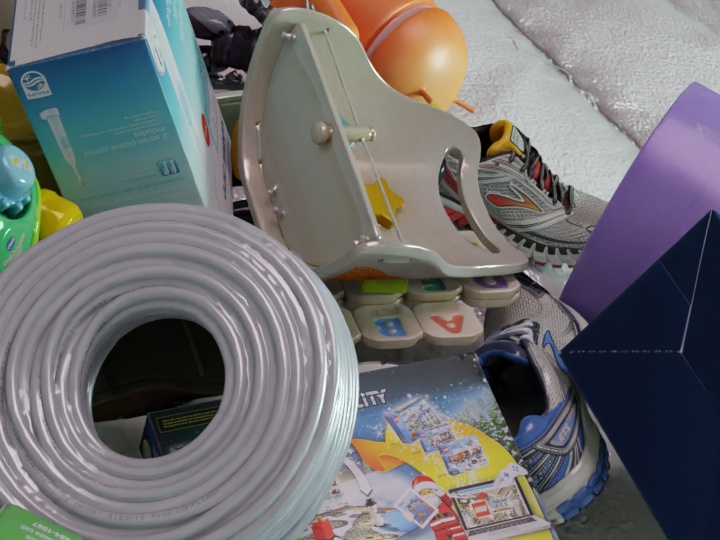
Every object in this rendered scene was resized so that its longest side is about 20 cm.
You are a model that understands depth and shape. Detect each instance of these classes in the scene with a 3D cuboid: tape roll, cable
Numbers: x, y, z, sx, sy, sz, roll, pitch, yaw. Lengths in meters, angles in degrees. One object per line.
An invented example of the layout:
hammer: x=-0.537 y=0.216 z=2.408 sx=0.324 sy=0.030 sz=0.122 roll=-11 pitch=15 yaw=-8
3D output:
tape roll: x=0.220 y=-0.025 z=1.223 sx=0.085 sy=0.201 sz=0.200 roll=31 pitch=32 yaw=13
cable: x=-0.102 y=0.059 z=0.875 sx=0.200 sy=0.069 sz=0.200 roll=37 pitch=78 yaw=17

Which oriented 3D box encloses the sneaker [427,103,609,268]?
sneaker: x=0.116 y=-0.064 z=1.324 sx=0.199 sy=0.083 sz=0.078 roll=18 pitch=31 yaw=-11

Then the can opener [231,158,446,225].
can opener: x=-0.030 y=-0.063 z=1.222 sx=0.199 sy=0.079 sz=0.064 roll=-17 pitch=87 yaw=-27

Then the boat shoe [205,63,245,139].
boat shoe: x=-0.125 y=-0.119 z=1.253 sx=0.198 sy=0.075 sz=0.066 roll=-9 pitch=54 yaw=-30

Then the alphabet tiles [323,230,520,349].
alphabet tiles: x=0.000 y=0.000 z=1.157 sx=0.198 sy=0.015 sz=0.196 roll=-2 pitch=26 yaw=-13

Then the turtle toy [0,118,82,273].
turtle toy: x=-0.252 y=-0.013 z=0.960 sx=0.145 sy=0.101 sz=0.201 roll=23 pitch=63 yaw=9

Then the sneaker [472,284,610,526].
sneaker: x=0.105 y=0.063 z=1.107 sx=0.085 sy=0.077 sz=0.201 roll=43 pitch=21 yaw=-29

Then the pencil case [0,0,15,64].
pencil case: x=-0.252 y=-0.219 z=1.306 sx=0.077 sy=0.090 sz=0.201 roll=23 pitch=29 yaw=-13

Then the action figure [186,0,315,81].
action figure: x=-0.105 y=-0.171 z=1.302 sx=0.198 sy=0.131 sz=0.070 roll=11 pitch=33 yaw=0

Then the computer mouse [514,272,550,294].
computer mouse: x=0.055 y=-0.028 z=1.276 sx=0.199 sy=0.034 sz=0.059 roll=29 pitch=31 yaw=7

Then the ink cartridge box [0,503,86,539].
ink cartridge box: x=-0.141 y=0.213 z=0.745 sx=0.145 sy=0.084 sz=0.200 roll=26 pitch=32 yaw=4

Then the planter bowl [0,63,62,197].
planter bowl: x=-0.243 y=-0.077 z=1.105 sx=0.199 sy=0.084 sz=0.201 roll=17 pitch=32 yaw=-11

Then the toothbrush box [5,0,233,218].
toothbrush box: x=-0.141 y=-0.098 z=1.071 sx=0.085 sy=0.201 sz=0.147 roll=-11 pitch=42 yaw=4

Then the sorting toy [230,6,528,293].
sorting toy: x=0.023 y=-0.054 z=1.139 sx=0.179 sy=0.107 sz=0.201 roll=6 pitch=50 yaw=-33

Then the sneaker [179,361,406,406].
sneaker: x=-0.024 y=0.097 z=1.025 sx=0.198 sy=0.075 sz=0.088 roll=12 pitch=45 yaw=-7

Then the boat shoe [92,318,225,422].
boat shoe: x=-0.111 y=0.041 z=0.963 sx=0.198 sy=0.073 sz=0.068 roll=-10 pitch=-7 yaw=-2

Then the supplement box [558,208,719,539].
supplement box: x=0.260 y=0.107 z=1.054 sx=0.199 sy=0.134 sz=0.201 roll=32 pitch=22 yaw=-39

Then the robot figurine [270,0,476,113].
robot figurine: x=0.003 y=-0.185 z=1.395 sx=0.116 sy=0.144 sz=0.200 roll=-39 pitch=64 yaw=-24

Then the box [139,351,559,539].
box: x=-0.005 y=0.125 z=0.941 sx=0.198 sy=0.038 sz=0.137 roll=-9 pitch=56 yaw=-22
